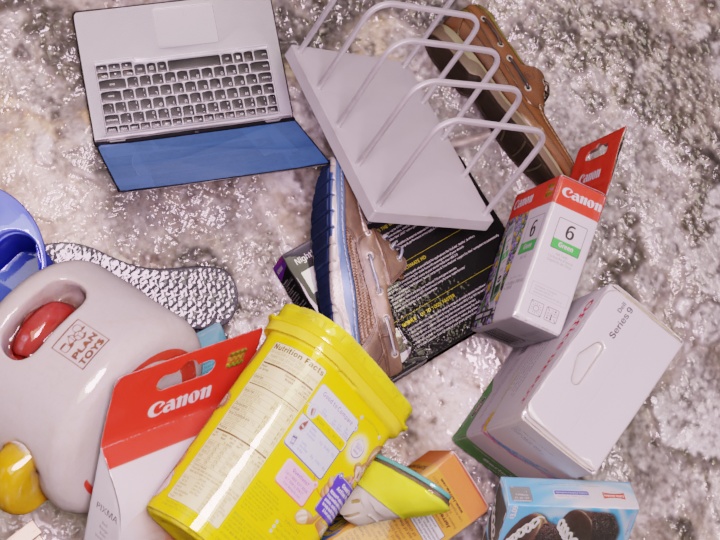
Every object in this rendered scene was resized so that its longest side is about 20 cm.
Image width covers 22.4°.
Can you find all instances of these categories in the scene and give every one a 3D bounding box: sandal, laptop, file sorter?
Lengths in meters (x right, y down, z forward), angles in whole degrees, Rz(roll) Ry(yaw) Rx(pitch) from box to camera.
[{"bbox_3d":[-0.209,0.022,1.601,0.199,0.043,0.076,10,85,-15],"label":"sandal"},{"bbox_3d":[-0.144,-0.163,1.612,0.186,0.116,0.201,-8,80,-15],"label":"laptop"},{"bbox_3d":[0.051,-0.153,1.589,0.138,0.125,0.200,3,49,-39],"label":"file sorter"}]

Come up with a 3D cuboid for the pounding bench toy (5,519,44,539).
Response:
[{"bbox_3d":[-0.299,0.328,1.468,0.200,0.124,0.156,-38,89,-17],"label":"pounding bench toy"}]

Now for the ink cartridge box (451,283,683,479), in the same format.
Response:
[{"bbox_3d":[0.177,0.106,1.584,0.087,0.200,0.146,38,73,-3],"label":"ink cartridge box"}]

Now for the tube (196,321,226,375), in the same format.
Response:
[{"bbox_3d":[-0.111,0.149,1.580,0.077,0.050,0.201,-26,89,-31],"label":"tube"}]

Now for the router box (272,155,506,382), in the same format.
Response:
[{"bbox_3d":[0.044,0.007,1.652,0.200,0.051,0.150,-29,84,-17],"label":"router box"}]

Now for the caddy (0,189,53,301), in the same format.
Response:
[{"bbox_3d":[-0.347,0.018,1.510,0.141,0.105,0.200,44,90,3],"label":"caddy"}]

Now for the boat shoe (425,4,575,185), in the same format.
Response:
[{"bbox_3d":[0.147,-0.164,1.701,0.068,0.072,0.200,-37,89,-17],"label":"boat shoe"}]

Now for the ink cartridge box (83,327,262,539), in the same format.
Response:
[{"bbox_3d":[-0.139,0.157,1.461,0.050,0.201,0.162,37,36,30],"label":"ink cartridge box"}]

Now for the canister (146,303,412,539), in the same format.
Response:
[{"bbox_3d":[-0.064,0.150,1.456,0.200,0.086,0.149,-55,131,-18],"label":"canister"}]

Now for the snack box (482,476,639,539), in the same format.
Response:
[{"bbox_3d":[0.156,0.262,1.562,0.116,0.201,0.037,3,37,-12],"label":"snack box"}]

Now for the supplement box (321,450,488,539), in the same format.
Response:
[{"bbox_3d":[0.010,0.237,1.585,0.200,0.067,0.069,-35,96,-17],"label":"supplement box"}]

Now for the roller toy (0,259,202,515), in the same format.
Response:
[{"bbox_3d":[-0.223,0.097,1.473,0.139,0.200,0.183,30,109,23],"label":"roller toy"}]

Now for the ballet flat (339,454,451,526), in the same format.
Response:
[{"bbox_3d":[-0.005,0.179,1.553,0.067,0.200,0.067,-55,136,-8],"label":"ballet flat"}]

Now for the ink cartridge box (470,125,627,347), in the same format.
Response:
[{"bbox_3d":[0.166,-0.036,1.600,0.050,0.109,0.201,23,77,-13],"label":"ink cartridge box"}]

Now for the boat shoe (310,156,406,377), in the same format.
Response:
[{"bbox_3d":[0.000,0.000,1.586,0.072,0.072,0.201,-2,85,-16],"label":"boat shoe"}]
